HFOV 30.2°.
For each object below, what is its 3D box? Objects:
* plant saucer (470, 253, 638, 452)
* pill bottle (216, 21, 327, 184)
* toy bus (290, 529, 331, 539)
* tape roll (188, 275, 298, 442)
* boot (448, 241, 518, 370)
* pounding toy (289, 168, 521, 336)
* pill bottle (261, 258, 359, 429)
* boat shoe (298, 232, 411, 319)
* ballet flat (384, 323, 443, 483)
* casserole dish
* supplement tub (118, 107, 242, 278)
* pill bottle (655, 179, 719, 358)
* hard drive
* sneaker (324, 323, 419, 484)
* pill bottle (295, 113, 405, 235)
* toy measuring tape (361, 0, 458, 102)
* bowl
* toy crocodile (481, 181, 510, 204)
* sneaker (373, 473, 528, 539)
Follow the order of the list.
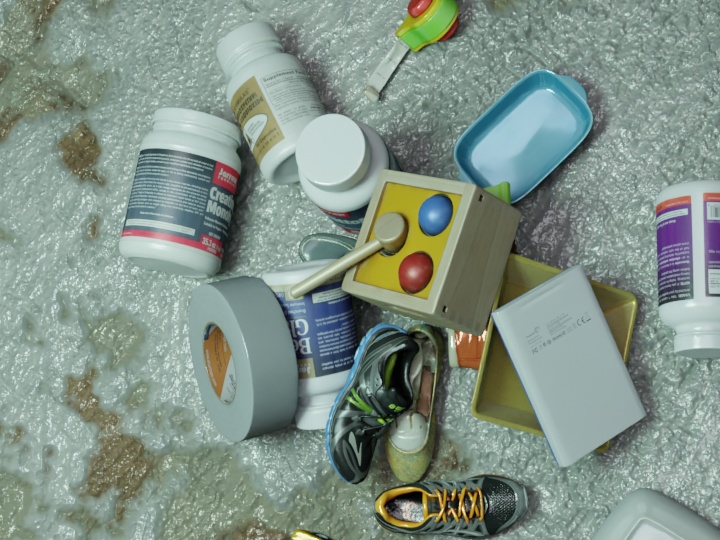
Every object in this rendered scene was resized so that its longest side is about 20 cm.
[{"bbox_3d":[0.229,0.102,1.629,0.198,0.048,0.203,17,81,-21],"label":"plant saucer"},{"bbox_3d":[-0.116,-0.227,1.796,0.113,0.114,0.202,-28,72,7],"label":"pill bottle"},{"bbox_3d":[-0.008,0.385,1.646,0.198,0.078,0.066,20,88,19],"label":"toy bus"},{"bbox_3d":[-0.150,0.110,1.686,0.065,0.200,0.202,-11,71,-27],"label":"tape roll"},{"bbox_3d":[0.153,0.029,1.694,0.106,0.075,0.203,-3,78,19],"label":"boot"},{"bbox_3d":[0.052,-0.019,1.597,0.199,0.141,0.186,14,82,44],"label":"pounding toy"},{"bbox_3d":[-0.057,0.093,1.693,0.109,0.111,0.203,-8,96,13],"label":"pill bottle"},{"bbox_3d":[0.000,0.000,1.742,0.198,0.062,0.073,28,87,19],"label":"boat shoe"},{"bbox_3d":[0.065,0.165,1.687,0.070,0.071,0.203,7,80,16],"label":"ballet flat"},{"bbox_3d":[0.213,-0.169,1.738,0.200,0.039,0.121,-43,71,1],"label":"casserole dish"},{"bbox_3d":[-0.237,-0.102,1.785,0.138,0.140,0.203,8,80,16],"label":"supplement tub"},{"bbox_3d":[0.414,0.000,1.609,0.111,0.112,0.203,-1,78,14],"label":"pill bottle"},{"bbox_3d":[0.250,0.113,1.598,0.131,0.025,0.202,-27,97,-22],"label":"hard drive"},{"bbox_3d":[0.017,0.166,1.638,0.082,0.070,0.202,19,88,46],"label":"sneaker"},{"bbox_3d":[-0.014,-0.124,1.701,0.118,0.200,0.121,-3,77,14],"label":"pill bottle"},{"bbox_3d":[0.076,-0.310,1.784,0.073,0.074,0.201,34,85,19],"label":"toy measuring tape"},{"bbox_3d":[0.350,0.374,1.564,0.199,0.075,0.201,34,87,20],"label":"bowl"},{"bbox_3d":[0.111,-0.063,1.699,0.199,0.061,0.068,-22,51,41],"label":"toy crocodile"},{"bbox_3d":[0.107,0.292,1.643,0.197,0.077,0.079,-9,74,11],"label":"sneaker"}]
